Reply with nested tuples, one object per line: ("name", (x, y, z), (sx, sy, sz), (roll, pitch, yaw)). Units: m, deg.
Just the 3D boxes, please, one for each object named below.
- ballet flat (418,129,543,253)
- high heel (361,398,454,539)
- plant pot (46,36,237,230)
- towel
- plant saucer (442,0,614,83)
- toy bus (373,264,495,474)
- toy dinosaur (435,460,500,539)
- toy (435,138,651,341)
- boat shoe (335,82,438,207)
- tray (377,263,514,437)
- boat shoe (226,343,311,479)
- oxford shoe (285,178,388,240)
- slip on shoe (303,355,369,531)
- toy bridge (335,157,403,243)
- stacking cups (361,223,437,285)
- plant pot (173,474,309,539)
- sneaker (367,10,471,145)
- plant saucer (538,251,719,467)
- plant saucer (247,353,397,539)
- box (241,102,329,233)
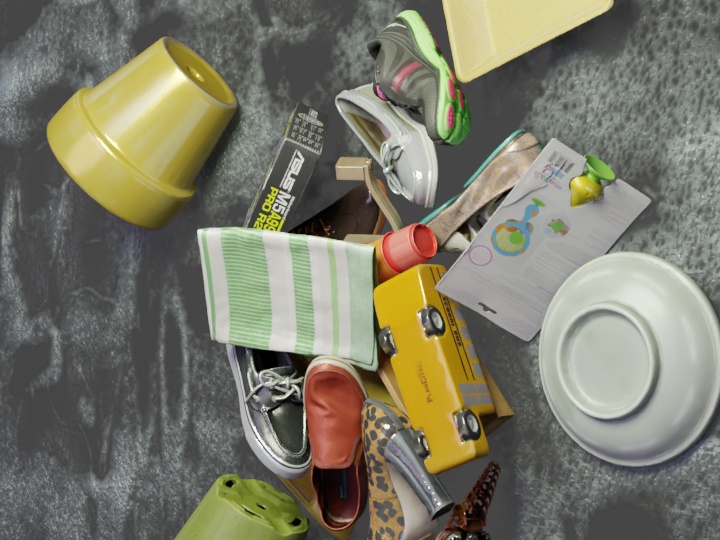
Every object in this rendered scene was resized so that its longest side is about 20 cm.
("ballet flat", (0.119, -0.059, 1.320), (0.067, 0.068, 0.200), (51, 127, 7))
("high heel", (0.024, 0.230, 1.372), (0.143, 0.071, 0.200), (57, 145, 22))
("plant pot", (-0.265, -0.187, 1.646), (0.189, 0.200, 0.201), (-45, 56, 15))
("towel", (-0.075, 0.028, 1.362), (0.199, 0.023, 0.153), (9, 123, 20))
("plant saucer", (0.167, -0.312, 1.293), (0.200, 0.048, 0.201), (-22, 73, 43))
("toy bus", (0.076, 0.097, 1.283), (0.065, 0.078, 0.201), (-28, 73, 31))
("toy dinosaur", (0.107, 0.296, 1.295), (0.136, 0.102, 0.201), (29, 131, 60))
("toy", (0.175, -0.033, 1.252), (0.200, 0.115, 0.047), (-52, 14, 33))
("boat shoe", (0.032, -0.135, 1.377), (0.075, 0.064, 0.202), (94, 160, -43))
("tray", (0.070, 0.096, 1.358), (0.099, 0.037, 0.201), (-42, 64, 27))
("boat shoe", (-0.093, 0.131, 1.431), (0.068, 0.073, 0.200), (-56, 41, 46))
("oxford shoe", (-0.042, -0.032, 1.476), (0.200, 0.072, 0.071), (-47, 55, 33))
("slip on shoe", (-0.025, 0.187, 1.375), (0.074, 0.061, 0.201), (0, 108, 8))
("toy bridge", (0.015, -0.026, 1.406), (0.067, 0.027, 0.201), (2, 117, 13))
("stacking cups", (0.000, 0.000, 1.366), (0.200, 0.060, 0.061), (-24, 70, 38))
("plant pot", (-0.151, 0.349, 1.500), (0.200, 0.200, 0.191), (36, 103, 41))
("sneaker", (0.059, -0.191, 1.353), (0.084, 0.077, 0.200), (-29, 43, 9))
("plant saucer", (0.237, 0.083, 1.189), (0.199, 0.050, 0.201), (-1, 88, 43))
("plant saucer", (-0.054, 0.177, 1.485), (0.200, 0.048, 0.201), (41, 117, 40))
("box", (-0.090, -0.093, 1.460), (0.200, 0.044, 0.161), (-88, 23, -72))
